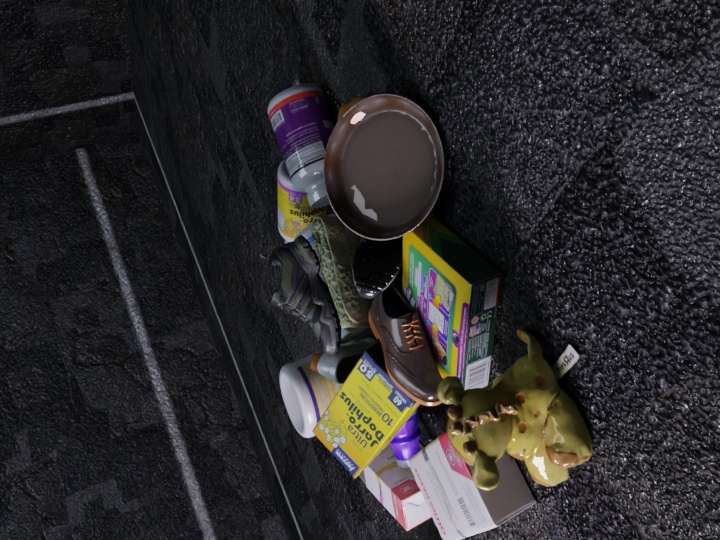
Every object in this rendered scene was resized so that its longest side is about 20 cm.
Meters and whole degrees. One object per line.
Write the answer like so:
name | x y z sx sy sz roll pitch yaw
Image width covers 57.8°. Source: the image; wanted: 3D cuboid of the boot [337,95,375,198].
boot | 0.014 -0.173 1.046 0.143 0.069 0.208 -169 70 -67

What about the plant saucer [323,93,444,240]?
plant saucer | 0.035 -0.147 0.941 0.195 0.032 0.208 2 93 30

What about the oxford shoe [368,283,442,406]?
oxford shoe | 0.067 0.107 0.968 0.202 0.070 0.074 57 151 34

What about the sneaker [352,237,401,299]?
sneaker | 0.026 -0.019 1.031 0.089 0.073 0.203 103 179 -46

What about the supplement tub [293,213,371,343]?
supplement tub | -0.030 0.013 1.178 0.204 0.129 0.132 64 156 13

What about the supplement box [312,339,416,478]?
supplement box | 0.025 0.216 1.061 0.108 0.109 0.202 41 123 16

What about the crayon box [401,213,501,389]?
crayon box | 0.125 0.050 0.953 0.173 0.057 0.205 48 148 47

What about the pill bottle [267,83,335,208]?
pill bottle | -0.089 -0.224 1.183 0.205 0.110 0.112 70 157 6

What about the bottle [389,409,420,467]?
bottle | 0.066 0.245 1.157 0.083 0.064 0.206 5 110 67

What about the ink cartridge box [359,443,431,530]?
ink cartridge box | 0.078 0.380 1.217 0.199 0.114 0.070 23 129 60

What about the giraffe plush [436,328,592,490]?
giraffe plush | 0.175 0.187 0.801 0.173 0.158 0.204 49 148 43

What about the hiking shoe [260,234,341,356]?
hiking shoe | -0.096 0.052 1.082 0.076 0.098 0.205 33 -144 -83

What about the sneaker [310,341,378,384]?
sneaker | -0.017 0.161 1.194 0.083 0.198 0.075 10 91 34

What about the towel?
towel | 0.000 0.000 1.092 0.036 0.145 0.205 -38 63 44

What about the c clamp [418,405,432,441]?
c clamp | 0.099 0.170 1.146 0.172 0.026 0.204 -123 26 -44

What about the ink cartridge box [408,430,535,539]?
ink cartridge box | 0.166 0.328 1.021 0.148 0.082 0.201 64 155 20

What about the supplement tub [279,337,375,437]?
supplement tub | -0.049 0.226 1.294 0.146 0.195 0.149 46 146 45

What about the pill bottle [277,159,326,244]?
pill bottle | -0.118 -0.126 1.328 0.105 0.102 0.204 53 151 37
